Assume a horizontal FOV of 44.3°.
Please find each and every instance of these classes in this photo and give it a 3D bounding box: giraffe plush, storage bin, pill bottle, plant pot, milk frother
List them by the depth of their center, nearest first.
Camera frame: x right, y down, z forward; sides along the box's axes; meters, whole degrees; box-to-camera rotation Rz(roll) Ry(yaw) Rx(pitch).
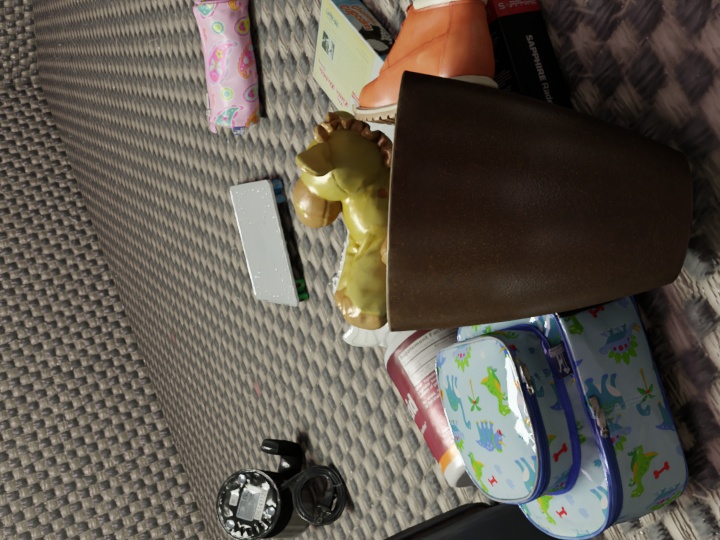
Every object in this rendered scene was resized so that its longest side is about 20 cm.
[{"bbox_3d":[0.125,-0.044,0.635,0.187,0.198,0.189,3,-90,-84],"label":"plant pot"},{"bbox_3d":[0.003,-0.067,0.859,0.162,0.201,0.173,37,-176,-9],"label":"giraffe plush"},{"bbox_3d":[0.118,0.315,0.908,0.134,0.199,0.146,-47,62,51],"label":"storage bin"},{"bbox_3d":[0.094,0.109,0.913,0.201,0.113,0.115,61,152,27],"label":"pill bottle"},{"bbox_3d":[-0.113,0.403,1.528,0.199,0.181,0.188,28,174,21],"label":"milk frother"}]

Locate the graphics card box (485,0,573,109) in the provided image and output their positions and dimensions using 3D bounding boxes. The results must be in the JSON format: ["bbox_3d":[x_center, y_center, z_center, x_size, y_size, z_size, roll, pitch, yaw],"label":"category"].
[{"bbox_3d":[0.131,-0.125,0.771,0.125,0.050,0.202,-27,78,65],"label":"graphics card box"}]

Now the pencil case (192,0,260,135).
[{"bbox_3d":[-0.198,-0.310,1.322,0.087,0.087,0.202,35,134,54],"label":"pencil case"}]

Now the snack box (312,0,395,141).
[{"bbox_3d":[0.008,-0.215,0.993,0.201,0.037,0.117,56,150,34],"label":"snack box"}]

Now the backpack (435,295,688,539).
[{"bbox_3d":[0.160,0.121,0.743,0.201,0.146,0.183,69,157,5],"label":"backpack"}]

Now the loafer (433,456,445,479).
[{"bbox_3d":[0.093,0.134,1.015,0.072,0.062,0.202,31,-139,-77],"label":"loafer"}]

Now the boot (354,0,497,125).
[{"bbox_3d":[0.054,-0.181,0.773,0.200,0.074,0.108,0,93,64],"label":"boot"}]

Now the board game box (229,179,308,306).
[{"bbox_3d":[-0.152,-0.047,1.451,0.200,0.026,0.202,4,108,64],"label":"board game box"}]

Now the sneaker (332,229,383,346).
[{"bbox_3d":[0.000,0.000,1.066,0.075,0.080,0.202,-37,-61,-70],"label":"sneaker"}]
